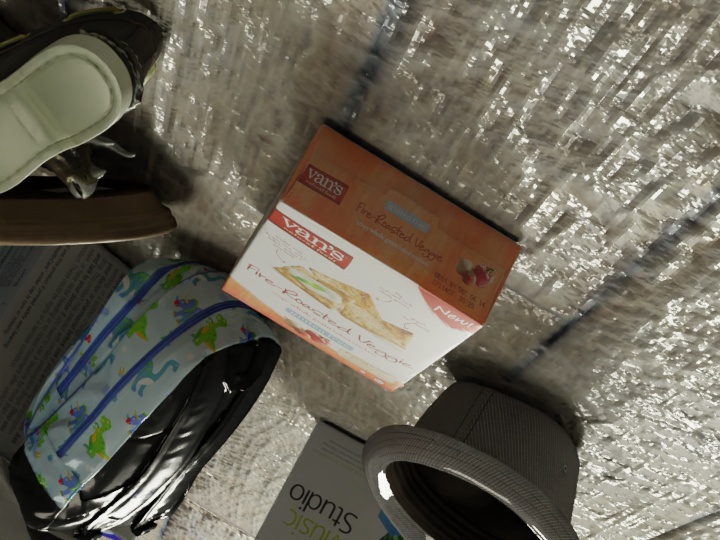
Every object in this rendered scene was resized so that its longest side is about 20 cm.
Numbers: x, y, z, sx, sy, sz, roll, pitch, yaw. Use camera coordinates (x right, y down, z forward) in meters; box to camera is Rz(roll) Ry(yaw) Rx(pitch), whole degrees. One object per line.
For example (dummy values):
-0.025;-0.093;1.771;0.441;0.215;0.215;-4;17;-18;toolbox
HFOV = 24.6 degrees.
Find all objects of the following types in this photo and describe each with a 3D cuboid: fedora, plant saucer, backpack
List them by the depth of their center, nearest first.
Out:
-0.221;-0.042;1.096;0.197;0.030;0.200;2;-173;0;plant saucer
0.094;0.148;1.161;0.175;0.091;0.201;13;148;35;fedora
-0.150;0.089;1.212;0.199;0.155;0.162;-38;157;30;backpack

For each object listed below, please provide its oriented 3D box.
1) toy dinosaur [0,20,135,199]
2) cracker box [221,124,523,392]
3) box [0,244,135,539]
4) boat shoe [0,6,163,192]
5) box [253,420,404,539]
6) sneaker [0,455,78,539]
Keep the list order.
-0.237;-0.119;1.024;0.200;0.102;0.077;47;-162;-11;toy dinosaur
0.000;0.000;0.990;0.133;0.058;0.200;31;159;-4;cracker box
-0.234;0.089;1.341;0.200;0.185;0.104;42;156;-29;box
-0.191;-0.096;0.946;0.200;0.061;0.072;-14;117;38;boat shoe
-0.021;0.248;1.399;0.143;0.201;0.036;26;163;7;box
-0.280;0.182;1.255;0.200;0.073;0.112;44;167;-15;sneaker
